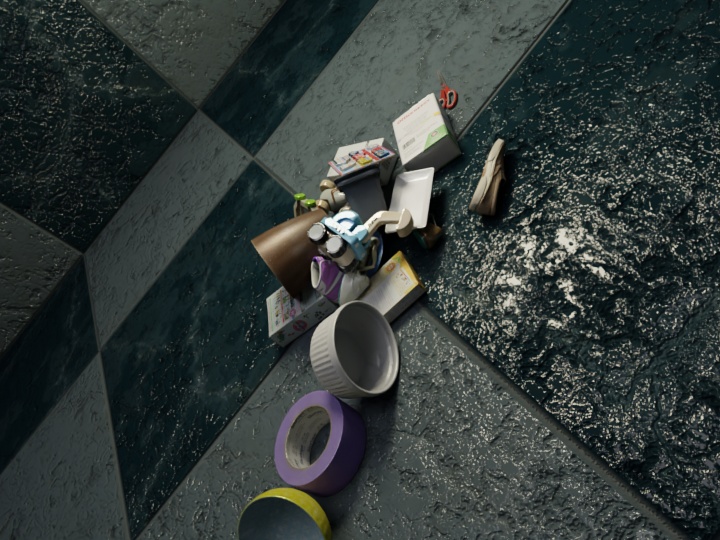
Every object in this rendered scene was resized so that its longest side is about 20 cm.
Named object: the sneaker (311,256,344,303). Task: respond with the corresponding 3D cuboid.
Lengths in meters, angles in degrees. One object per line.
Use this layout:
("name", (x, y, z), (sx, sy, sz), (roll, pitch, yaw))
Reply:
("sneaker", (-0.061, -0.033, 1.459), (0.072, 0.113, 0.205), (-7, 59, 50))

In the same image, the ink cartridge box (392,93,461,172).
("ink cartridge box", (0.177, -0.360, 1.563), (0.143, 0.084, 0.203), (-32, 42, 23))

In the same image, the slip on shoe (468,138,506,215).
("slip on shoe", (0.310, -0.214, 1.335), (0.059, 0.077, 0.203), (21, 62, 10))

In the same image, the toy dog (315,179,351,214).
("toy dog", (-0.044, -0.193, 1.673), (0.198, 0.096, 0.133), (30, 79, 37))

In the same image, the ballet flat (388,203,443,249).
("ballet flat", (0.143, -0.125, 1.433), (0.071, 0.069, 0.200), (-31, 38, -8))

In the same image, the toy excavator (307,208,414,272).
("toy excavator", (0.002, -0.094, 1.358), (0.193, 0.100, 0.201), (35, 80, 32))

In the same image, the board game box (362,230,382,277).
("board game box", (-0.001, -0.010, 1.501), (0.200, 0.039, 0.160), (-43, 38, 24))

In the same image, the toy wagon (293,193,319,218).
("toy wagon", (-0.140, -0.129, 1.664), (0.039, 0.159, 0.199), (-17, 28, -27))

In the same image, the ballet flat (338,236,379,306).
("ballet flat", (0.000, 0.000, 1.408), (0.068, 0.069, 0.205), (-4, 61, 43))

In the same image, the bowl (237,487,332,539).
("bowl", (-0.134, 0.510, 1.140), (0.198, 0.203, 0.107), (-31, 0, 23))

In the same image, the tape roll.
("tape roll", (-0.088, 0.372, 1.244), (0.197, 0.085, 0.204), (-27, 45, 29))

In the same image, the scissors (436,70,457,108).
("scissors", (0.252, -0.537, 1.691), (0.072, 0.014, 0.204), (-23, 45, 36))

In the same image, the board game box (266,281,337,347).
("board game box", (-0.163, 0.089, 1.567), (0.198, 0.064, 0.149), (-35, 39, 18))

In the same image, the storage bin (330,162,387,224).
("storage bin", (0.005, -0.180, 1.486), (0.142, 0.138, 0.200), (-20, 2, 1))

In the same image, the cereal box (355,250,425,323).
("cereal box", (0.053, 0.064, 1.383), (0.199, 0.039, 0.145), (-42, 36, 13))

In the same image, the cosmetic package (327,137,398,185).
("cosmetic package", (0.005, -0.309, 1.702), (0.197, 0.081, 0.115), (0, 61, 44))

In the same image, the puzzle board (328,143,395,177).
("puzzle board", (-0.001, -0.297, 1.524), (0.147, 0.018, 0.200), (-21, 22, -5))

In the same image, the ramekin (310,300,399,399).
("ramekin", (-0.018, 0.178, 1.245), (0.104, 0.198, 0.204), (-26, 43, 40))

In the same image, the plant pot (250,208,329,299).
("plant pot", (-0.153, -0.063, 1.507), (0.198, 0.188, 0.187), (-37, 38, -5))

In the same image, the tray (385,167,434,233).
("tray", (0.126, -0.169, 1.420), (0.105, 0.022, 0.204), (-8, 49, 26))
